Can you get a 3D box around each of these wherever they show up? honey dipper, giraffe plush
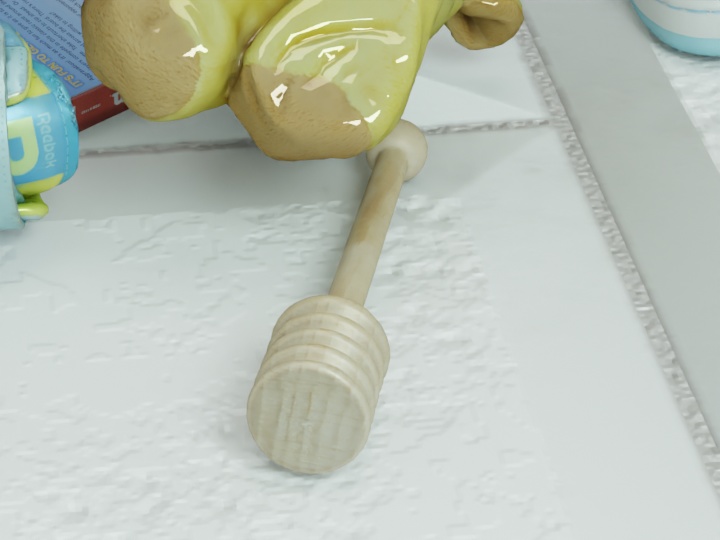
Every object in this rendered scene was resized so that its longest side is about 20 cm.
[{"bbox_3d":[0.000,0.000,0.838,0.038,0.038,0.200,4,26,8],"label":"honey dipper"},{"bbox_3d":[-0.015,-0.114,0.914,0.200,0.162,0.173,-38,78,-12],"label":"giraffe plush"}]

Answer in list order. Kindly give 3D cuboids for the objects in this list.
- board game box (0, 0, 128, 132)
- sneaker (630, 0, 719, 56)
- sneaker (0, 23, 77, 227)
[{"bbox_3d":[-0.149,-0.116,1.012,0.103,0.020,0.200,-27,48,-32],"label":"board game box"},{"bbox_3d":[0.125,-0.183,1.048,0.079,0.131,0.200,-11,32,-16],"label":"sneaker"},{"bbox_3d":[-0.165,-0.033,0.832,0.129,0.080,0.200,5,32,12],"label":"sneaker"}]
